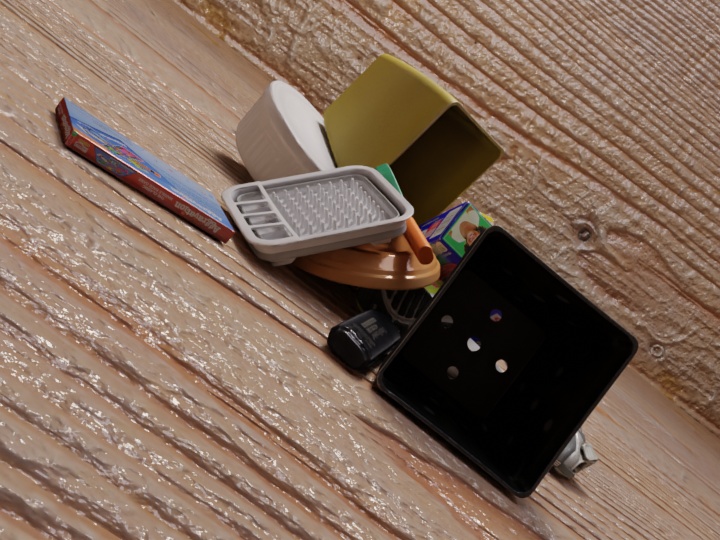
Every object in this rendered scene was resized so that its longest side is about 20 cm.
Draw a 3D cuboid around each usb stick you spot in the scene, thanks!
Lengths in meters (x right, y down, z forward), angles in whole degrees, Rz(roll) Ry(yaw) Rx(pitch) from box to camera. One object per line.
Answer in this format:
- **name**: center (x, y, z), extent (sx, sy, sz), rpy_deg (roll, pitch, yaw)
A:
- **usb stick**: center (0.006, 0.072, 1.092), extent (0.056, 0.033, 0.200), rpy_deg (47, 10, 5)

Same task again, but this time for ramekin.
- **ramekin**: center (-0.097, -0.168, 1.488), extent (0.203, 0.094, 0.203), rpy_deg (48, 18, -21)

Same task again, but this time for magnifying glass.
- **magnifying glass**: center (0.051, -0.066, 1.227), extent (0.201, 0.022, 0.080), rpy_deg (-112, -175, -58)

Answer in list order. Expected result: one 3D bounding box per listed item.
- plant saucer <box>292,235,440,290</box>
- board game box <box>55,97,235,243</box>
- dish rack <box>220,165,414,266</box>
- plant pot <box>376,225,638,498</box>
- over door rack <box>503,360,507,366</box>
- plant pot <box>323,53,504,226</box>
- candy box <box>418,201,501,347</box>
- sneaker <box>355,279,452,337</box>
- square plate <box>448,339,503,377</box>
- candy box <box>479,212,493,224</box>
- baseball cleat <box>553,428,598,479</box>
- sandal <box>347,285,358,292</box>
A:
- **plant saucer**: center (0.002, -0.027, 1.240), extent (0.197, 0.038, 0.200), rpy_deg (9, 16, -3)
- **board game box**: center (-0.223, -0.102, 1.055), extent (0.199, 0.020, 0.103), rpy_deg (34, 10, -33)
- **dish rack**: center (-0.051, -0.062, 1.184), extent (0.197, 0.044, 0.172), rpy_deg (-12, 30, -17)
- **plant pot**: center (0.142, 0.089, 1.098), extent (0.199, 0.200, 0.177), rpy_deg (38, -1, -5)
- **over door rack**: center (0.221, 0.109, 1.541), extent (0.200, 0.067, 0.148), rpy_deg (49, 1, 27)
- **plant pot**: center (0.062, -0.199, 1.522), extent (0.177, 0.200, 0.200), rpy_deg (54, 13, 31)
- **candy box**: center (0.159, 0.017, 1.369), extent (0.200, 0.077, 0.169), rpy_deg (42, -21, -9)
- **sneaker**: center (0.057, 0.037, 1.285), extent (0.199, 0.079, 0.090), rpy_deg (14, 20, -46)
- **square plate**: center (0.128, 0.109, 1.402), extent (0.197, 0.029, 0.200), rpy_deg (32, 12, -37)
- **candy box**: center (0.101, -0.044, 1.543), extent (0.102, 0.198, 0.027), rpy_deg (11, 62, -72)
- **baseball cleat**: center (0.264, 0.204, 1.332), extent (0.107, 0.070, 0.200), rpy_deg (48, 30, -6)
- **sandal**: center (0.000, 0.000, 1.354), extent (0.075, 0.045, 0.200), rpy_deg (35, 11, 2)
